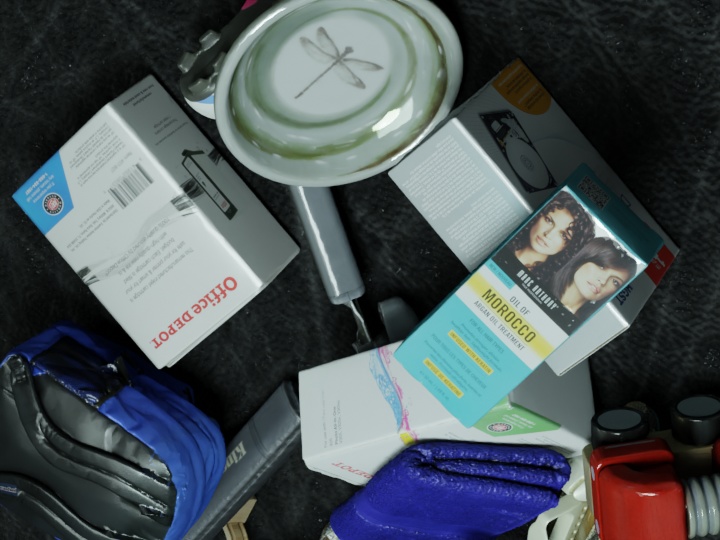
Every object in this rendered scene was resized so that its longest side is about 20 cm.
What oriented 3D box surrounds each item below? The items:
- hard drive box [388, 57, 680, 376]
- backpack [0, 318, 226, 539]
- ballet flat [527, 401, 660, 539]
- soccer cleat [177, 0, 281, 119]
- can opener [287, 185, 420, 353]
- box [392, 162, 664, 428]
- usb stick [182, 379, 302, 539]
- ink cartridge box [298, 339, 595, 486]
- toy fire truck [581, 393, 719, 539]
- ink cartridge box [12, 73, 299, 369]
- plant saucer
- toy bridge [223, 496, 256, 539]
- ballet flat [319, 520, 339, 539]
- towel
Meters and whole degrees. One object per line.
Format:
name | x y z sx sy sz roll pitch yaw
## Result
hard drive box | 0.134 -0.044 1.537 0.077 0.156 0.200 -38 95 32
backpack | -0.215 0.151 1.777 0.200 0.168 0.163 33 125 15
ballet flat | 0.182 0.194 1.667 0.068 0.075 0.200 56 137 44
soccer cleat | -0.057 -0.193 1.618 0.200 0.070 0.086 -40 137 18
can opener | 0.000 0.000 1.692 0.067 0.053 0.201 -20 105 -2
box | 0.118 0.021 1.452 0.082 0.049 0.200 44 122 0
usb stick | -0.107 0.177 1.802 0.200 0.033 0.056 -48 53 26
ink cartridge box | 0.070 0.113 1.636 0.200 0.145 0.088 -20 62 30
toy fire truck | 0.273 0.193 1.532 0.175 0.200 0.129 -8 112 -4
ink cartridge box | -0.173 -0.040 1.722 0.146 0.084 0.200 -37 95 33
plant saucer | -0.021 -0.154 1.581 0.199 0.050 0.201 -11 135 -11
toy bridge | -0.075 0.287 1.801 0.200 0.027 0.067 54 130 34
ballet flat | -0.032 0.288 1.818 0.072 0.072 0.201 31 122 9
towel | 0.071 0.193 1.652 0.147 0.050 0.200 4 156 -17
